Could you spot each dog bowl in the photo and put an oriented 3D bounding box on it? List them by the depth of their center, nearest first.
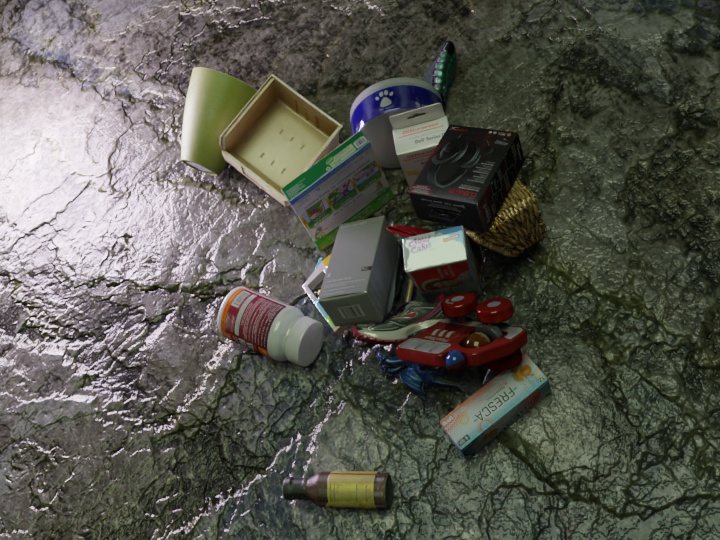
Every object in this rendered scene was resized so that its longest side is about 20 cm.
[{"bbox_3d":[0.079,-0.302,1.810,0.196,0.201,0.080,-14,60,11],"label":"dog bowl"}]

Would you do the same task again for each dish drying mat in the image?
[{"bbox_3d":[0.123,-0.069,1.677,0.076,0.199,0.019,19,97,25],"label":"dish drying mat"}]

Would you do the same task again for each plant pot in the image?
[{"bbox_3d":[-0.331,-0.326,1.997,0.184,0.187,0.204,17,84,26],"label":"plant pot"}]

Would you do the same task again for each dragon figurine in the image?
[{"bbox_3d":[0.110,0.198,1.610,0.099,0.059,0.200,-42,57,-7],"label":"dragon figurine"}]

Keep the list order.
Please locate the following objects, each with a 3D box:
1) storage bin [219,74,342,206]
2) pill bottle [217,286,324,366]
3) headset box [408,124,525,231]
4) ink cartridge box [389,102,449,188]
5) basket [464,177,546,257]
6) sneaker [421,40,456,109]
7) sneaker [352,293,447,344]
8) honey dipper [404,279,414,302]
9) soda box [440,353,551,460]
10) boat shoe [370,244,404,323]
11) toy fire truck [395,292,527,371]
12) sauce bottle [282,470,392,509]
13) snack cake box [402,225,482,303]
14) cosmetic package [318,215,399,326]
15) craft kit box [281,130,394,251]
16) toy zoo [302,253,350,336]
[{"bbox_3d":[-0.174,-0.280,1.911,0.199,0.094,0.200,36,77,9],"label":"storage bin"},{"bbox_3d":[-0.176,0.112,1.726,0.197,0.110,0.111,20,70,27],"label":"pill bottle"},{"bbox_3d":[0.191,-0.164,1.596,0.147,0.078,0.201,14,57,34],"label":"headset box"},{"bbox_3d":[0.134,-0.237,1.754,0.115,0.201,0.068,-13,58,11],"label":"ink cartridge box"},{"bbox_3d":[0.242,-0.106,1.676,0.148,0.144,0.201,-32,45,-5],"label":"basket"},{"bbox_3d":[0.152,-0.421,1.927,0.086,0.075,0.203,5,65,27],"label":"sneaker"},{"bbox_3d":[0.079,0.096,1.638,0.196,0.081,0.076,-8,83,-13],"label":"sneaker"},{"bbox_3d":[0.097,0.035,1.717,0.037,0.038,0.204,4,65,21],"label":"honey dipper"},{"bbox_3d":[0.239,0.239,1.540,0.199,0.064,0.069,-38,57,-3],"label":"soda box"},{"bbox_3d":[0.054,0.032,1.718,0.068,0.056,0.204,-11,57,41],"label":"boat shoe"},{"bbox_3d":[0.179,0.126,1.509,0.167,0.114,0.198,-28,23,-36],"label":"toy fire truck"},{"bbox_3d":[-0.042,0.389,1.556,0.196,0.065,0.066,-3,61,19],"label":"sauce bottle"},{"bbox_3d":[0.154,-0.006,1.619,0.113,0.200,0.069,-10,69,12],"label":"snack cake box"},{"bbox_3d":[0.000,0.000,1.643,0.105,0.091,0.203,-11,45,23],"label":"cosmetic package"},{"bbox_3d":[-0.041,-0.157,1.775,0.198,0.198,0.049,-36,54,-4],"label":"craft kit box"},{"bbox_3d":[-0.041,0.026,1.746,0.131,0.020,0.200,-44,41,4],"label":"toy zoo"}]
